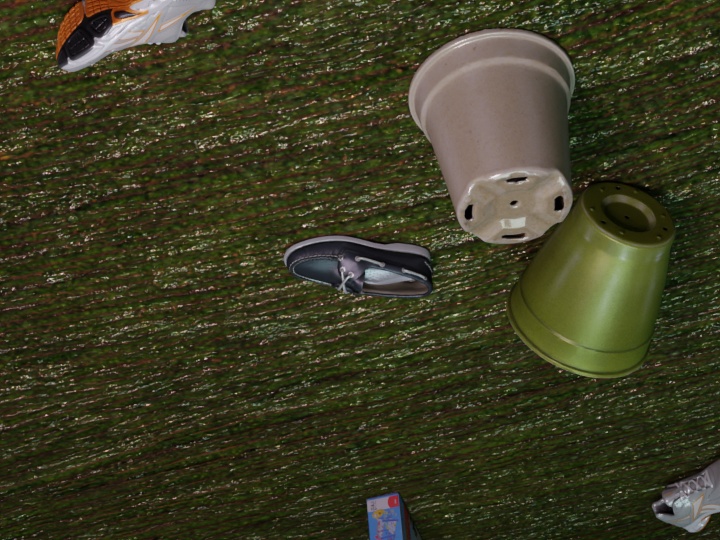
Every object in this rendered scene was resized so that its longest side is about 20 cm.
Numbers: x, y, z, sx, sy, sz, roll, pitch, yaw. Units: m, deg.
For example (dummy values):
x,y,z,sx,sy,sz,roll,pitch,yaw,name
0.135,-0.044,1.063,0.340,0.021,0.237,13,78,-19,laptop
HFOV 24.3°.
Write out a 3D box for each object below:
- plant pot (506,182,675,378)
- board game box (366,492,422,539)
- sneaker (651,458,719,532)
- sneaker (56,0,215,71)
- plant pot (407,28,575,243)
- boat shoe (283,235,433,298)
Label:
x,y,z,sx,sy,sz,roll,pitch,yaw,name
0.312,-0.001,2.147,0.199,0.201,0.194,6,130,-17,plant pot
0.067,0.500,2.743,0.055,0.201,0.196,-12,143,9,board game box
0.553,0.370,2.766,0.091,0.076,0.200,11,139,-16,sneaker
-0.235,-0.260,1.771,0.199,0.076,0.092,-28,143,27,sneaker
0.164,-0.141,1.917,0.199,0.184,0.201,-5,143,-4,plant pot
0.000,0.000,2.179,0.198,0.061,0.076,0,143,-10,boat shoe
